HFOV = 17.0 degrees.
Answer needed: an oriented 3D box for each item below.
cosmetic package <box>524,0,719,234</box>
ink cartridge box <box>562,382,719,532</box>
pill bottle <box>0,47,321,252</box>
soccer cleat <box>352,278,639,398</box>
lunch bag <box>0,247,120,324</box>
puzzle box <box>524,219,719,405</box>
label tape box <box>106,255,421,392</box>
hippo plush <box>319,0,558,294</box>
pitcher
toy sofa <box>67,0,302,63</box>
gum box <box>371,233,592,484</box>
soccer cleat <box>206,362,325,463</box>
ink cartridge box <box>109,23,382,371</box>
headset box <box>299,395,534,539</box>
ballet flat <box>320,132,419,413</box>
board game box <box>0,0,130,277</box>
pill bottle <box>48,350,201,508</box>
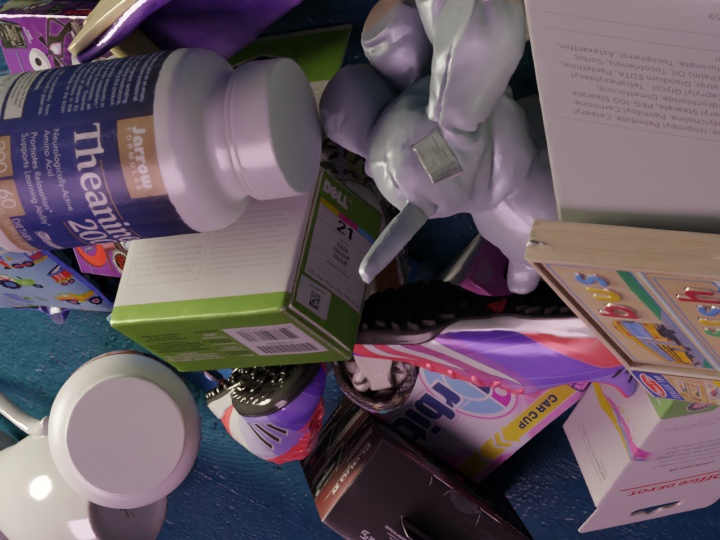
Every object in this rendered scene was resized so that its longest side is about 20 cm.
[{"bbox_3d":[0.195,-0.127,1.264,0.166,0.168,0.201,10,139,22],"label":"cosmetic package"},{"bbox_3d":[0.208,0.089,1.551,0.117,0.068,0.200,-9,150,-24],"label":"ink cartridge box"},{"bbox_3d":[-0.130,-0.075,1.454,0.199,0.111,0.111,-6,133,21],"label":"pill bottle"},{"bbox_3d":[0.077,0.048,1.489,0.199,0.068,0.074,-3,116,20],"label":"soccer cleat"},{"bbox_3d":[-0.263,-0.020,1.766,0.150,0.094,0.200,0,144,29],"label":"lunch bag"},{"bbox_3d":[0.188,0.029,1.332,0.133,0.026,0.200,6,158,33],"label":"puzzle box"},{"bbox_3d":[-0.071,0.014,1.690,0.144,0.063,0.200,37,143,-10],"label":"label tape box"},{"bbox_3d":[0.087,-0.080,1.416,0.160,0.200,0.159,25,116,-28],"label":"hippo plush"},{"bbox_3d":[-0.258,0.162,1.958,0.199,0.121,0.172,1,122,47],"label":"pitcher"},{"bbox_3d":[-0.085,-0.170,1.452,0.083,0.098,0.200,41,141,-16],"label":"toy sofa"},{"bbox_3d":[0.089,0.053,1.631,0.113,0.066,0.200,34,143,-6],"label":"gum box"},{"bbox_3d":[-0.049,0.092,1.598,0.073,0.068,0.200,50,165,-5],"label":"soccer cleat"},{"bbox_3d":[-0.061,-0.045,1.525,0.147,0.201,0.076,-5,151,37],"label":"ink cartridge box"},{"bbox_3d":[0.042,0.171,1.705,0.148,0.075,0.200,36,-176,-11],"label":"headset box"},{"bbox_3d":[0.000,0.000,1.564,0.072,0.072,0.201,-3,106,35],"label":"ballet flat"},{"bbox_3d":[-0.171,-0.085,1.610,0.120,0.032,0.201,9,126,45],"label":"board game box"},{"bbox_3d":[-0.173,0.116,1.767,0.112,0.112,0.200,31,176,-5],"label":"pill bottle"}]
